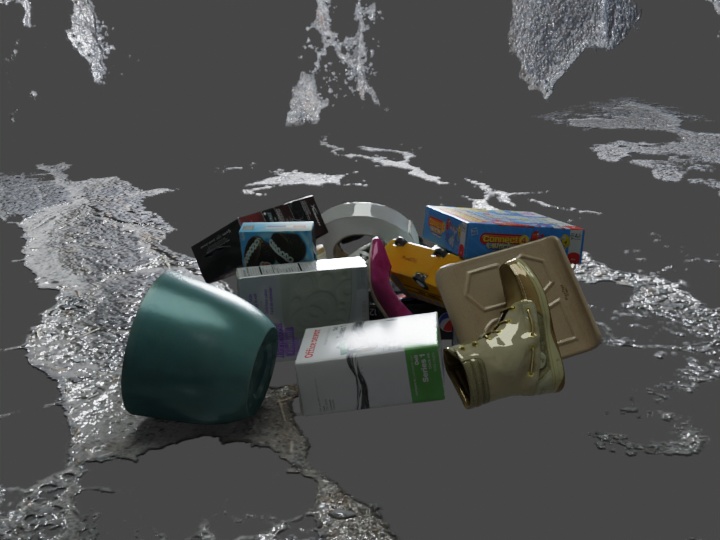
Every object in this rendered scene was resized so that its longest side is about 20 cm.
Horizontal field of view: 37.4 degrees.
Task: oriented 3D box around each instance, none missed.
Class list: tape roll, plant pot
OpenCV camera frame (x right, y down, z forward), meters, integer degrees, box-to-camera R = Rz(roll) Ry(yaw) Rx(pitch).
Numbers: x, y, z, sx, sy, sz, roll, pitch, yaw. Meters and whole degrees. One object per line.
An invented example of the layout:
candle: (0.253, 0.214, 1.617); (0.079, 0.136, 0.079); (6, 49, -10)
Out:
tape roll: (0.006, -0.042, 1.913); (0.202, 0.203, 0.037); (-1, 49, 6)
plant pot: (-0.204, 0.117, 1.430); (0.160, 0.201, 0.201); (14, 20, 9)

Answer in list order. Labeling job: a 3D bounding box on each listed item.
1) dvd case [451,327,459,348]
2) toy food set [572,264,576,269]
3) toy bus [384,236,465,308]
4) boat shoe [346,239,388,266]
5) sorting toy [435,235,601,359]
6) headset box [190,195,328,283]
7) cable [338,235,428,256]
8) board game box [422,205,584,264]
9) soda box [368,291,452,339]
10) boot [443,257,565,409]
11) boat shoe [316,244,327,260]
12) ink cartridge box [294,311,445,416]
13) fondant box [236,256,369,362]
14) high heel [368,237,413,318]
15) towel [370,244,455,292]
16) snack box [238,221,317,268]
dvd case: (0.215, 0.078, 1.632); (0.150, 0.025, 0.200); (0, 42, 6)
toy food set: (0.252, -0.001, 1.804); (0.200, 0.061, 0.143); (0, -19, -41)
toy bus: (0.103, 0.006, 1.678); (0.065, 0.078, 0.200); (-50, 32, -15)
boat shoe: (0.000, 0.000, 1.791); (0.072, 0.066, 0.200); (31, 29, 16)
sorting toy: (0.230, 0.057, 1.567); (0.199, 0.186, 0.036); (-17, -19, -10)
headset box: (-0.180, -0.050, 1.825); (0.200, 0.077, 0.149); (-20, -4, -44)
cable: (0.036, -0.043, 1.978); (0.199, 0.163, 0.051); (1, 47, 7)
board game box: (0.224, -0.059, 1.701); (0.195, 0.056, 0.200); (3, 10, -17)
soda box: (0.109, 0.073, 1.731); (0.199, 0.064, 0.071); (0, 17, 6)
boot: (0.187, 0.087, 1.489); (0.155, 0.201, 0.073); (-10, -13, -15)
boat shoe: (-0.119, 0.008, 1.792); (0.074, 0.069, 0.200); (-25, 7, -33)
ink cartridge box: (0.015, 0.129, 1.489); (0.199, 0.085, 0.146); (-7, 16, 5)
fondant box: (-0.088, 0.062, 1.655); (0.199, 0.145, 0.058); (-5, 19, -9)
high heel: (0.064, 0.042, 1.640); (0.096, 0.201, 0.067); (-7, -19, 2)
towel: (0.129, -0.007, 1.860); (0.171, 0.048, 0.200); (-38, -12, 38)
snack box: (-0.125, 0.019, 1.704); (0.116, 0.201, 0.037); (-1, 28, 6)
